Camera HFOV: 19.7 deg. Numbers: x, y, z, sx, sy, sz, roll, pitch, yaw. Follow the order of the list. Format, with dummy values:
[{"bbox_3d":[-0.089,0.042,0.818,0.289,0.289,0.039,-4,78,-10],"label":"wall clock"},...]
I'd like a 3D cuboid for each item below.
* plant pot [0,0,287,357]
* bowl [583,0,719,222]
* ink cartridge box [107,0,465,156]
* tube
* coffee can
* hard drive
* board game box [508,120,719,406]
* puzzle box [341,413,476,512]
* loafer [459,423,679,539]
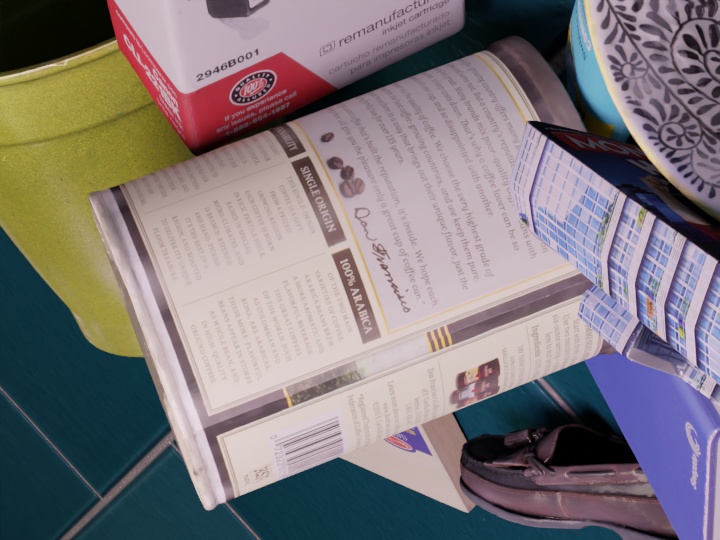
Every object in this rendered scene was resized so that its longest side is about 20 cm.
[{"bbox_3d":[-0.119,-0.066,1.082,0.200,0.200,0.194,20,137,48],"label":"plant pot"},{"bbox_3d":[0.176,-0.100,0.633,0.200,0.201,0.094,33,-164,31],"label":"bowl"},{"bbox_3d":[-0.037,-0.163,0.864,0.084,0.144,0.200,54,164,32],"label":"ink cartridge box"},{"bbox_3d":[0.109,-0.105,0.841,0.050,0.078,0.200,5,153,-4],"label":"tube"},{"bbox_3d":[0.000,0.000,0.899,0.146,0.199,0.147,160,90,-82],"label":"coffee can"},{"bbox_3d":[0.125,0.029,0.948,0.132,0.025,0.200,80,168,-52],"label":"hard drive"},{"bbox_3d":[0.148,0.011,0.704,0.199,0.062,0.200,11,-162,-32],"label":"board game box"},{"bbox_3d":[-0.008,0.081,1.381,0.200,0.025,0.133,18,143,49],"label":"puzzle box"},{"bbox_3d":[0.132,0.108,1.142,0.200,0.072,0.063,11,119,46],"label":"loafer"}]
